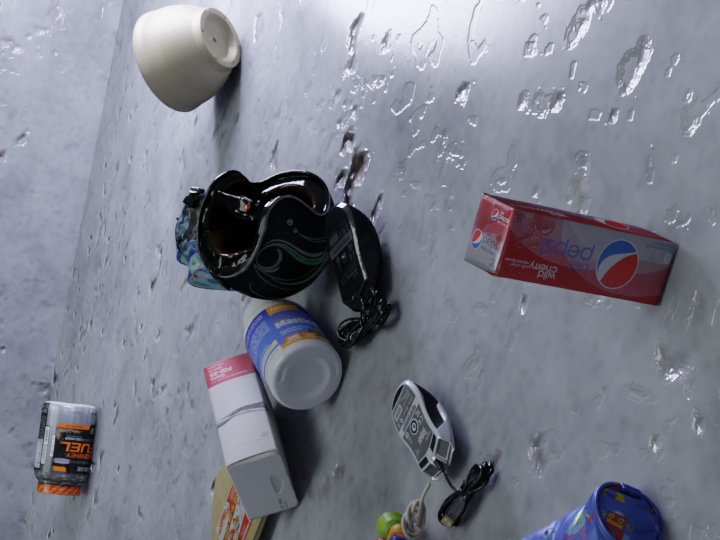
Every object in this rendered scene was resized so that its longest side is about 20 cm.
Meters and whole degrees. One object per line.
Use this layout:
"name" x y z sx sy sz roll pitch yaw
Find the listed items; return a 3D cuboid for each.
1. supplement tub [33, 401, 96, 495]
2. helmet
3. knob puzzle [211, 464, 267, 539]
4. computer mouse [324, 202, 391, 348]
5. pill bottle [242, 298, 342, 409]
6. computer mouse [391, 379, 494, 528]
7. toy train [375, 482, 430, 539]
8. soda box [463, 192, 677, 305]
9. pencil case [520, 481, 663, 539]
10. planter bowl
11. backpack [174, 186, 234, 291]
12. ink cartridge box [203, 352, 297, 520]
"supplement tub" -0.660 0.396 2.940 0.122 0.122 0.202 -6 76 63
"helmet" -0.129 -0.056 1.962 0.199 0.190 0.202 -6 81 39
"knob puzzle" -0.194 0.389 2.118 0.219 0.030 0.221 -30 56 58
"computer mouse" 0.000 0.000 1.852 0.138 0.052 0.201 -40 58 54
"pill bottle" -0.109 0.111 1.954 0.200 0.111 0.113 49 125 57
"computer mouse" 0.096 0.210 1.594 0.200 0.044 0.110 61 139 44
"toy train" 0.049 0.328 1.614 0.116 0.084 0.201 -122 47 -71
"soda box" 0.204 -0.019 1.276 0.063 0.199 0.070 35 113 60
"pencil case" 0.211 0.275 1.299 0.200 0.078 0.087 -49 23 47
"planter bowl" -0.311 -0.414 2.480 0.134 0.200 0.202 -18 62 31
"backpack" -0.213 -0.042 2.139 0.200 0.182 0.148 154 119 -72
"ink cartridge box" -0.165 0.249 1.982 0.201 0.082 0.147 -110 4 -45
